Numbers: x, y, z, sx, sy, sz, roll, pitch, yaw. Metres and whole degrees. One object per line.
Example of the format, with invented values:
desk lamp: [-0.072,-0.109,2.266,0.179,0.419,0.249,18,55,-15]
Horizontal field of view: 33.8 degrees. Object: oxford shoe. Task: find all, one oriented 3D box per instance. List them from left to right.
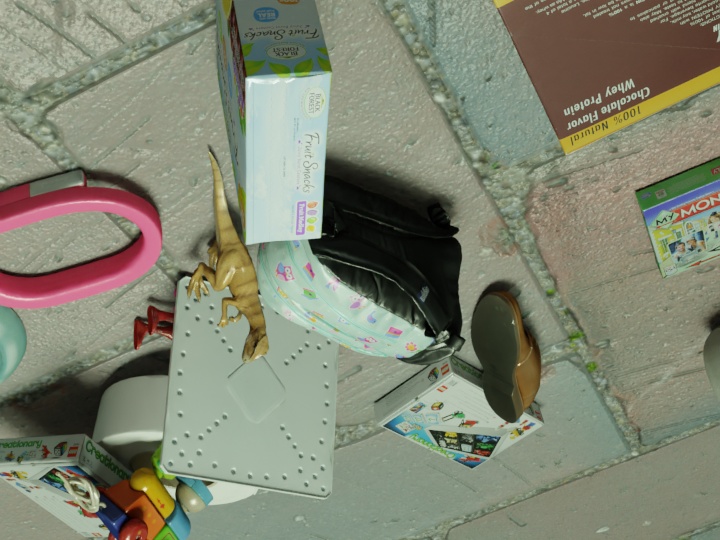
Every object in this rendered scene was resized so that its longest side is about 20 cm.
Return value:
oxford shoe: [0.177,0.088,1.391,0.071,0.071,0.202,-38,141,-24]

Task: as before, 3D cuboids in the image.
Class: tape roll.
tape roll: [-0.205,0.197,1.351,0.198,0.072,0.204,4,146,3]

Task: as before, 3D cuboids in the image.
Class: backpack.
backpack: [0.000,0.000,1.152,0.198,0.169,0.126,25,134,-30]

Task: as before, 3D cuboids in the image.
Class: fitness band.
fitness band: [-0.287,-0.024,1.130,0.196,0.038,0.145,-15,141,4]

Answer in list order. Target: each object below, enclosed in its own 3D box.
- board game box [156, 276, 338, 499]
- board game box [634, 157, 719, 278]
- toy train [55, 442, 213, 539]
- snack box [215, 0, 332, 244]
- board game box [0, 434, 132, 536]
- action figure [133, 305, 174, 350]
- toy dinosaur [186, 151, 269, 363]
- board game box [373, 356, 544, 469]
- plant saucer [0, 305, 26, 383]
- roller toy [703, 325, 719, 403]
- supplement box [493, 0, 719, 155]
board game box: [-0.114,0.125,1.238,0.197,0.204,0.026,16,156,-31]
board game box: [0.404,-0.073,1.275,0.197,0.029,0.135,-22,141,11]
toy train: [-0.230,0.227,1.241,0.116,0.084,0.202,-46,141,-23]
snack box: [-0.071,-0.151,0.908,0.066,0.202,0.170,-5,142,-9]
board game box: [-0.310,0.246,1.333,0.124,0.035,0.201,-6,144,22]
action figure: [-0.146,0.083,1.289,0.197,0.052,0.065,11,144,-31]
toy dinosaur: [-0.126,-0.013,1.154,0.060,0.203,0.105,-21,-173,-40]
board game box: [0.126,0.183,1.498,0.126,0.035,0.199,-36,136,25]
plant saucer: [-0.446,0.084,1.223,0.196,0.028,0.202,-8,140,-6]
roller toy: [0.506,0.131,1.421,0.181,0.202,0.139,20,132,-42]
supplement box: [0.204,-0.237,0.937,0.195,0.134,0.200,-24,140,13]
